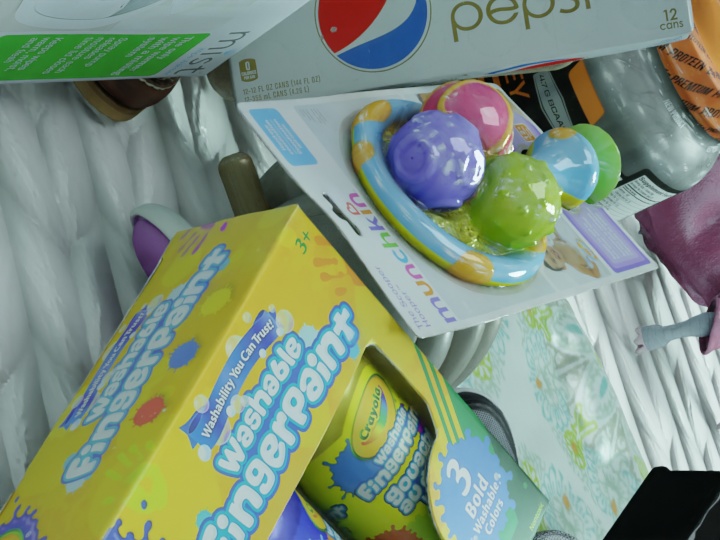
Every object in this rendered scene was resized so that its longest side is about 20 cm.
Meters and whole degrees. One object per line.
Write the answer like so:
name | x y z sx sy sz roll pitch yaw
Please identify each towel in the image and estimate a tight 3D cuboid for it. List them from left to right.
towel | 0.088 0.090 1.008 0.200 0.048 0.172 -12 77 -62

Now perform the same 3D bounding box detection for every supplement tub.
supplement tub | 0.097 -0.076 0.995 0.123 0.200 0.123 42 34 -37

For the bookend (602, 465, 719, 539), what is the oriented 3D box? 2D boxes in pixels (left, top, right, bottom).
bookend | 0.178 0.173 0.951 0.199 0.200 0.092 45 67 -15

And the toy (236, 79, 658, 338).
toy | 0.051 -0.042 0.780 0.115 0.047 0.200 51 27 17

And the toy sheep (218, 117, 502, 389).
toy sheep | 0.000 0.000 0.837 0.138 0.138 0.200 63 23 -2

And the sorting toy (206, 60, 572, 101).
sorting toy | 0.029 -0.152 0.973 0.200 0.184 0.037 -78 158 -48

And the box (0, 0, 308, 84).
box | -0.078 -0.150 0.700 0.176 0.200 0.097 -7 74 -45

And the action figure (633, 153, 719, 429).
action figure | 0.258 0.023 1.276 0.134 0.149 0.200 31 28 -56

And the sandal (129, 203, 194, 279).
sandal | -0.047 0.067 0.776 0.050 0.082 0.203 -31 94 -20

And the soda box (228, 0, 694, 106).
soda box | 0.041 -0.118 0.849 0.064 0.199 0.068 -30 110 -81

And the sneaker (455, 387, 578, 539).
sneaker | 0.061 0.122 0.832 0.075 0.114 0.201 24 49 -19

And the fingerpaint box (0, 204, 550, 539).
fingerpaint box | -0.037 0.108 0.669 0.167 0.073 0.200 50 52 -27

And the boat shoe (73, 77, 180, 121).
boat shoe | -0.091 -0.156 0.872 0.070 0.070 0.201 40 37 -40
